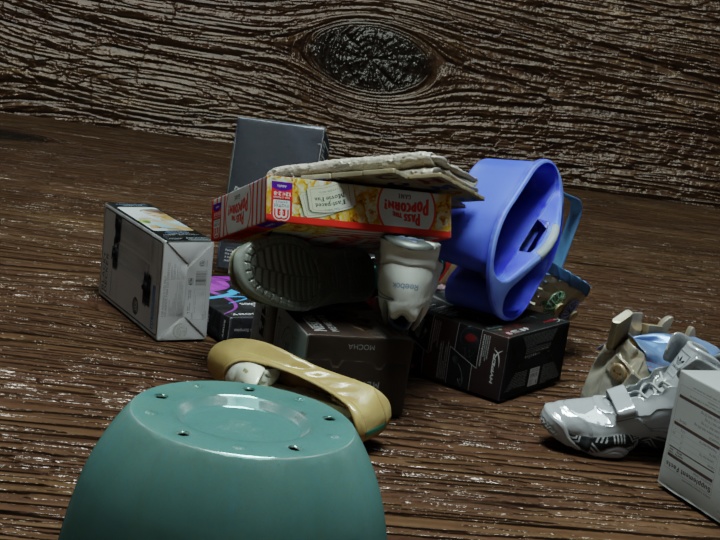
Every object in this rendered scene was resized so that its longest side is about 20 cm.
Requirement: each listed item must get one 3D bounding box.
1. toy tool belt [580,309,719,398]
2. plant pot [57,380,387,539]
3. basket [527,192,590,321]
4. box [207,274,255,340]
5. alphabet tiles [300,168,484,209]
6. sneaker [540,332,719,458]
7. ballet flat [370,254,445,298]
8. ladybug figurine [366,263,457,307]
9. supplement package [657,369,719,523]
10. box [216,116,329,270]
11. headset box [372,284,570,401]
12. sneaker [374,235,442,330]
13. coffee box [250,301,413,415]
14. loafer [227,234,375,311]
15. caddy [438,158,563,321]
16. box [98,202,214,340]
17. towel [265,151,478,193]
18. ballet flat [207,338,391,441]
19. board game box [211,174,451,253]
[{"bbox_3d":[0.328,0.101,1.363,0.199,0.124,0.125,0,14,-37],"label":"toy tool belt"},{"bbox_3d":[-0.074,0.155,0.702,0.199,0.162,0.201,9,12,-2],"label":"plant pot"},{"bbox_3d":[0.214,-0.009,1.581,0.138,0.201,0.176,14,-2,31],"label":"basket"},{"bbox_3d":[-0.138,0.044,1.518,0.142,0.036,0.200,1,15,-34],"label":"box"},{"bbox_3d":[0.027,-0.078,1.288,0.165,0.006,0.200,-2,-8,24],"label":"alphabet tiles"},{"bbox_3d":[0.277,0.119,1.239,0.198,0.116,0.075,7,19,-9],"label":"sneaker"},{"bbox_3d":[0.000,0.000,1.489,0.199,0.074,0.073,-12,14,-4],"label":"ballet flat"},{"bbox_3d":[0.039,-0.015,1.568,0.136,0.200,0.072,56,13,22],"label":"ladybug figurine"},{"bbox_3d":[0.396,0.165,1.131,0.199,0.112,0.156,4,13,-26],"label":"supplement package"},{"bbox_3d":[-0.114,-0.092,1.712,0.122,0.200,0.200,9,0,0],"label":"box"},{"bbox_3d":[0.114,0.075,1.452,0.199,0.076,0.148,17,14,34],"label":"headset box"},{"bbox_3d":[0.042,0.018,1.289,0.074,0.088,0.200,8,-6,7],"label":"sneaker"},{"bbox_3d":[-0.035,0.078,1.312,0.112,0.080,0.200,5,12,-19],"label":"coffee box"},{"bbox_3d":[-0.066,0.009,1.281,0.069,0.076,0.199,-9,-11,37],"label":"loafer"},{"bbox_3d":[0.166,-0.037,1.412,0.104,0.142,0.200,9,45,31],"label":"caddy"},{"bbox_3d":[-0.239,-0.002,1.469,0.060,0.118,0.200,-1,16,-30],"label":"box"},{"bbox_3d":[0.013,-0.093,1.333,0.199,0.035,0.132,-3,-9,24],"label":"towel"},{"bbox_3d":[-0.069,0.111,1.173,0.199,0.069,0.063,13,26,25],"label":"ballet flat"},{"bbox_3d":[-0.031,-0.053,1.279,0.199,0.047,0.151,4,-7,-26],"label":"board game box"}]
